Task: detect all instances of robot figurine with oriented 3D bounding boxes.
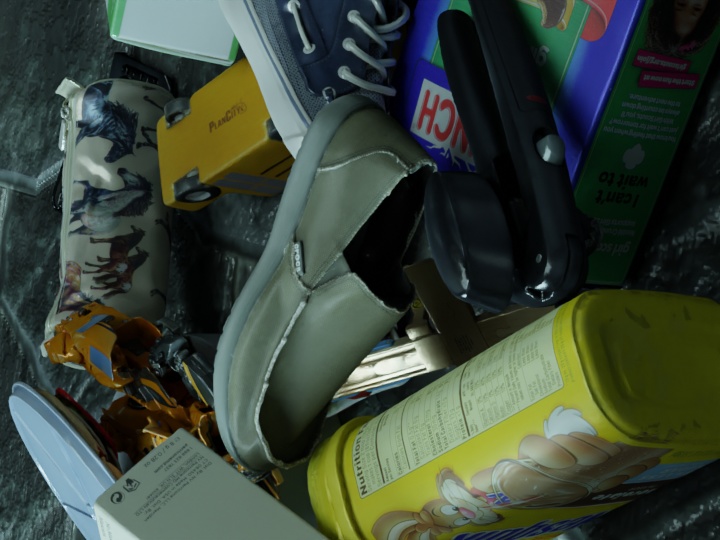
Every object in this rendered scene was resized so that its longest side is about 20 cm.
[{"bbox_3d":[-0.116,0.093,1.106,0.199,0.058,0.146,25,142,54],"label":"robot figurine"}]

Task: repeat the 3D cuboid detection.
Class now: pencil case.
[{"bbox_3d":[-0.173,-0.031,1.256,0.078,0.089,0.202,137,138,-58],"label":"pencil case"}]

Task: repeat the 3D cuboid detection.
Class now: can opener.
[{"bbox_3d":[0.072,-0.067,0.897,0.063,0.078,0.202,-35,45,37],"label":"can opener"}]

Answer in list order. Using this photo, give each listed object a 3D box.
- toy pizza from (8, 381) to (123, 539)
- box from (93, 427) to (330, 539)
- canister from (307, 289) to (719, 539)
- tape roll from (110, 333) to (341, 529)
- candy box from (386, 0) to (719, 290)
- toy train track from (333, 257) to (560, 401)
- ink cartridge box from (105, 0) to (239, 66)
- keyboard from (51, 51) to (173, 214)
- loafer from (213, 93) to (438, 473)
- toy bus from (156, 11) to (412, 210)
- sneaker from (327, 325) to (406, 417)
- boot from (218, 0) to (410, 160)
[{"bbox_3d":[-0.149,0.147,1.133,0.200,0.032,0.201,45,159,22],"label":"toy pizza"},{"bbox_3d":[-0.044,0.173,0.939,0.199,0.068,0.083,32,147,31],"label":"box"},{"bbox_3d":[0.089,0.086,0.927,0.200,0.148,0.087,-35,62,42],"label":"canister"},{"bbox_3d":[-0.094,0.142,1.208,0.199,0.066,0.203,-2,87,51],"label":"tape roll"},{"bbox_3d":[0.100,-0.115,0.975,0.169,0.076,0.202,39,118,47],"label":"candy box"},{"bbox_3d":[0.023,0.044,1.040,0.198,0.115,0.033,-17,29,22],"label":"toy train track"},{"bbox_3d":[-0.113,-0.237,1.170,0.200,0.083,0.147,-113,35,-63],"label":"ink cartridge box"},{"bbox_3d":[-0.197,-0.061,1.363,0.104,0.039,0.202,28,109,47],"label":"keyboard"},{"bbox_3d":[-0.015,0.014,0.925,0.069,0.075,0.202,25,104,32],"label":"loafer"},{"bbox_3d":[-0.050,-0.098,1.154,0.199,0.078,0.066,-28,65,46],"label":"toy bus"},{"bbox_3d":[0.000,0.000,1.097,0.113,0.071,0.201,60,137,37],"label":"sneaker"},{"bbox_3d":[-0.007,-0.119,1.008,0.090,0.072,0.201,-41,61,22],"label":"boot"}]
